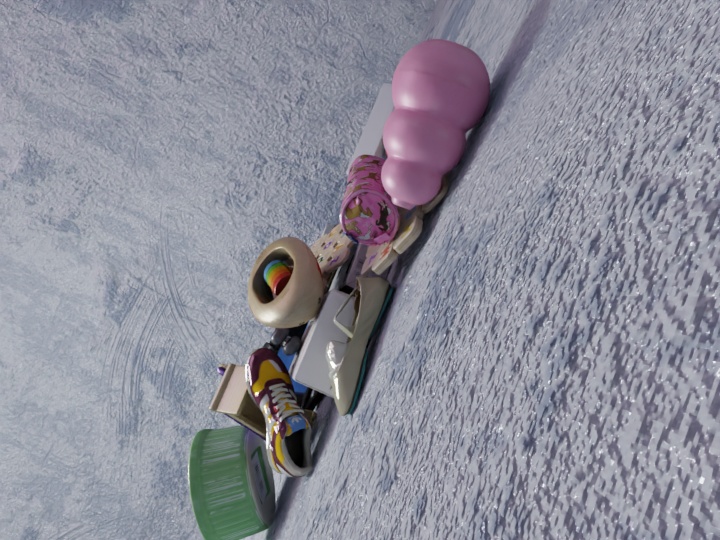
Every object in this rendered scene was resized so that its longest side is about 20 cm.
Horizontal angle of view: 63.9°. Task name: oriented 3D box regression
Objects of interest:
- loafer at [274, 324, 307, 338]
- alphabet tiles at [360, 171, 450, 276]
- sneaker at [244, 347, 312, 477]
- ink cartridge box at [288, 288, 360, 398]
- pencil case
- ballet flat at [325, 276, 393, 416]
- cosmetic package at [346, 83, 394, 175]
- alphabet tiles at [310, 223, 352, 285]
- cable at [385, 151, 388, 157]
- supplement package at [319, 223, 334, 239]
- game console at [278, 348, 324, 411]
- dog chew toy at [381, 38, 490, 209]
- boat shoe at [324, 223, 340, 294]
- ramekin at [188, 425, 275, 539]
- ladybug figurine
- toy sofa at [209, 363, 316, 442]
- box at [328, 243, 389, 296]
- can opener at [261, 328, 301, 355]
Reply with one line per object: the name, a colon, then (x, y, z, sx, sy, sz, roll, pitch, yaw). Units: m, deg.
loafer: (-0.143, 0.088, 1.179, 0.072, 0.073, 0.201, -24, 26, 24)
alphabet tiles: (0.063, -0.084, 0.833, 0.196, 0.015, 0.201, -45, 18, 38)
sneaker: (-0.116, 0.214, 0.886, 0.090, 0.074, 0.203, -19, 88, 55)
ink cartridge box: (-0.049, 0.117, 0.924, 0.200, 0.083, 0.148, 139, 154, -78)
pencil case: (0.015, -0.107, 0.839, 0.201, 0.082, 0.088, -86, 14, -64)
ballet flat: (-0.013, 0.095, 0.793, 0.070, 0.069, 0.202, 126, 165, -63)
cosmetic package: (0.056, -0.237, 1.139, 0.151, 0.051, 0.202, 43, -115, -55)
alphabet tiles: (-0.077, -0.007, 1.017, 0.195, 0.015, 0.201, -33, 24, 34)
cable: (0.061, -0.198, 0.994, 0.201, 0.050, 0.098, -76, 10, -59)
supplement package: (-0.070, 0.020, 1.310, 0.117, 0.116, 0.202, -79, 14, -62)
game console: (-0.108, 0.159, 1.132, 0.177, 0.115, 0.202, 120, 170, -48)
dog chew toy: (0.084, -0.176, 0.723, 0.125, 0.123, 0.203, -107, 35, -81)
boat shoe: (-0.069, 0.000, 1.129, 0.075, 0.074, 0.205, 25, -99, -56)
ramekin: (-0.219, 0.372, 1.018, 0.200, 0.096, 0.203, -14, -90, -89)
ladybug figurine: (-0.113, 0.022, 0.900, 0.136, 0.072, 0.200, -51, 34, 7)
toy sofa: (-0.173, 0.241, 0.996, 0.096, 0.200, 0.084, 0, 56, 34)
box: (0.000, 0.000, 1.021, 0.200, 0.059, 0.118, 142, 150, -73)
can opener: (-0.134, 0.130, 0.978, 0.067, 0.052, 0.200, -52, 3, -16)
